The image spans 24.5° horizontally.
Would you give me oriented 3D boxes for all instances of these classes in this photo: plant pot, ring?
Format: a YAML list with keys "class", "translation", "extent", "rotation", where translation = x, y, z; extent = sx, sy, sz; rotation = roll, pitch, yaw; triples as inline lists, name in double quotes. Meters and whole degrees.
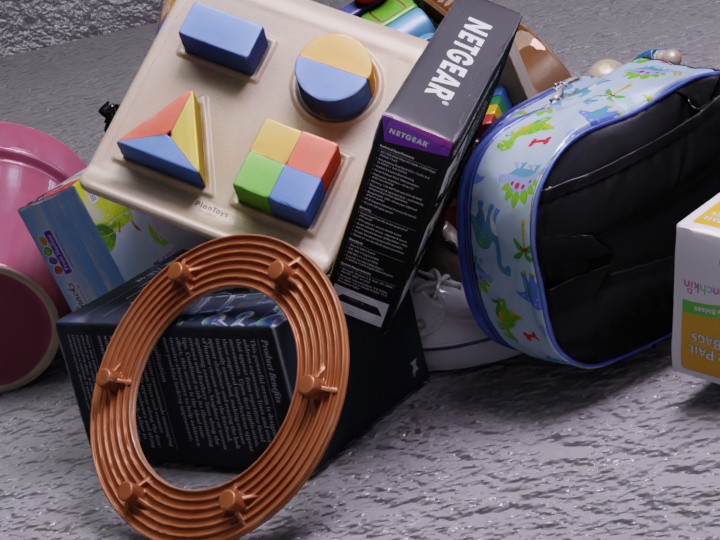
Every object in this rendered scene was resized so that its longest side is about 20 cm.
- class: "plant pot"
  translation: [-0.311, 0.002, 1.388]
  extent: [0.199, 0.200, 0.179]
  rotation: [-14, 33, 0]
- class: "ring"
  translation: [-0.094, 0.070, 1.018]
  extent: [0.200, 0.201, 0.019]
  rotation: [-1, -20, 37]

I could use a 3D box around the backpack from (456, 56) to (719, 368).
- class: "backpack"
  translation: [0.154, -0.034, 1.097]
  extent: [0.200, 0.184, 0.147]
  rotation: [-25, 24, -32]

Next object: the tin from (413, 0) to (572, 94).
- class: "tin"
  translation: [0.115, -0.172, 1.354]
  extent: [0.042, 0.112, 0.200]
  rotation: [-38, 46, -7]

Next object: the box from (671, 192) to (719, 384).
- class: "box"
  translation: [0.288, -0.007, 1.026]
  extent: [0.112, 0.102, 0.200]
  rotation: [17, 33, 36]

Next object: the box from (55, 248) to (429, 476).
- class: "box"
  translation: [-0.081, 0.056, 1.143]
  extent: [0.199, 0.107, 0.148]
  rotation: [0, 21, 36]

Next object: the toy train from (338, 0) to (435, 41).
- class: "toy train"
  translation: [-0.023, -0.153, 1.352]
  extent: [0.200, 0.085, 0.116]
  rotation: [-33, 43, -13]

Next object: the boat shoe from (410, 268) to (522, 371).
- class: "boat shoe"
  translation: [0.041, 0.032, 1.190]
  extent: [0.199, 0.066, 0.074]
  rotation: [-7, 18, 21]

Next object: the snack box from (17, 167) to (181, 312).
- class: "snack box"
  translation: [-0.159, -0.018, 1.318]
  extent: [0.068, 0.169, 0.200]
  rotation: [-20, 12, 31]

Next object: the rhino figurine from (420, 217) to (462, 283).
- class: "rhino figurine"
  translation: [0.000, 0.000, 1.274]
  extent: [0.200, 0.088, 0.060]
  rotation: [-20, 17, 37]

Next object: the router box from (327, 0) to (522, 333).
- class: "router box"
  translation: [0.042, -0.075, 1.078]
  extent: [0.051, 0.149, 0.200]
  rotation: [22, 35, 4]

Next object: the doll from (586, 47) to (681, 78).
- class: "doll"
  translation: [0.281, -0.135, 1.425]
  extent: [0.200, 0.137, 0.048]
  rotation: [23, 56, 28]

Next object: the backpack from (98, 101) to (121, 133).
- class: "backpack"
  translation: [-0.152, -0.075, 1.537]
  extent: [0.126, 0.167, 0.200]
  rotation: [-19, 23, -31]

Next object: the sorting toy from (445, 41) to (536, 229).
- class: "sorting toy"
  translation: [0.052, -0.067, 1.292]
  extent: [0.198, 0.200, 0.070]
  rotation: [-8, 39, 27]

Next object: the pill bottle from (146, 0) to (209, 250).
- class: "pill bottle"
  translation: [-0.105, -0.116, 1.220]
  extent: [0.112, 0.112, 0.200]
  rotation: [-8, 51, 18]

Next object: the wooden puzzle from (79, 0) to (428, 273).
- class: "wooden puzzle"
  translation: [-0.071, -0.112, 1.121]
  extent: [0.185, 0.046, 0.200]
  rotation: [21, 68, 13]
